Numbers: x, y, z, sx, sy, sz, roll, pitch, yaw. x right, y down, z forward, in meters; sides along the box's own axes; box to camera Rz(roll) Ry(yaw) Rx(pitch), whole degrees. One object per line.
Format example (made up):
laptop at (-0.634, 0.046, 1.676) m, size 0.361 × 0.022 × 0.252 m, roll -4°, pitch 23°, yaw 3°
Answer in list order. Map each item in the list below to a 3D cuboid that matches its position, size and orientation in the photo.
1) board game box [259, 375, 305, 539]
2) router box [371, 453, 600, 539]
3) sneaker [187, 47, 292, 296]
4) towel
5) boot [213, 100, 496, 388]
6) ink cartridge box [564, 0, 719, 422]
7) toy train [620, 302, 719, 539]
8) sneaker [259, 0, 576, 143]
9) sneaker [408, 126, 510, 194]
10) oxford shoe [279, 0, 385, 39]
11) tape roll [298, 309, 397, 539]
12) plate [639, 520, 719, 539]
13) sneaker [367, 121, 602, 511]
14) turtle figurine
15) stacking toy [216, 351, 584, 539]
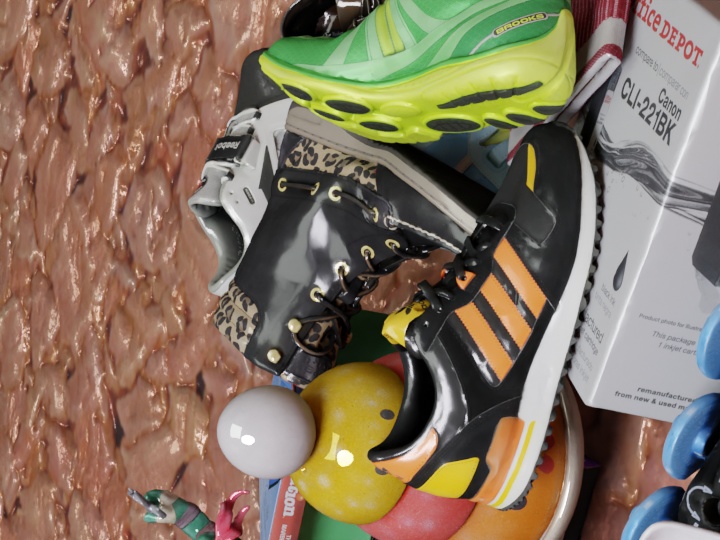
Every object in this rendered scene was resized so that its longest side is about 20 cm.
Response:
board game box at (-0.045, 0.104, 1.098) m, size 0.200 × 0.019 × 0.103 m, roll -103°, pitch 23°, yaw -74°
router box at (0.059, 0.179, 1.091) m, size 0.149 × 0.051 × 0.201 m, roll 34°, pitch 116°, yaw 50°
sneaker at (-0.083, -0.072, 1.294) m, size 0.074 × 0.088 × 0.201 m, roll -24°, pitch 66°, yaw 55°
towel at (0.122, -0.170, 0.967) m, size 0.144 × 0.023 × 0.201 m, roll 127°, pitch 155°, yaw -64°
boot at (0.000, 0.000, 1.014) m, size 0.200 × 0.073 × 0.151 m, roll 33°, pitch 101°, yaw 40°
ink cartridge box at (0.163, -0.043, 0.890) m, size 0.144 × 0.084 × 0.200 m, roll -112°, pitch 37°, yaw -65°
toy train at (0.200, 0.088, 0.831) m, size 0.087 × 0.114 × 0.200 m, roll 35°, pitch 117°, yaw 40°
sneaker at (0.034, -0.117, 0.939) m, size 0.200 × 0.074 × 0.084 m, roll 1°, pitch 68°, yaw 39°
sneaker at (0.091, -0.095, 1.056) m, size 0.130 × 0.079 × 0.200 m, roll 30°, pitch 102°, yaw 35°
oxford shoe at (0.030, -0.144, 0.996) m, size 0.200 × 0.084 × 0.073 m, roll -13°, pitch 76°, yaw 45°
tape roll at (-0.020, 0.123, 1.141) m, size 0.200 × 0.048 × 0.201 m, roll -170°, pitch 90°, yaw -83°
plate at (0.189, 0.216, 0.798) m, size 0.032 × 0.199 × 0.200 m, roll -89°, pitch 15°, yaw -69°
sneaker at (0.059, 0.017, 0.888) m, size 0.070 × 0.090 × 0.201 m, roll -168°, pitch 90°, yaw -75°
turtle figurine at (-0.101, 0.230, 1.224) m, size 0.100 × 0.200 × 0.150 m, roll -7°, pitch 60°, yaw 12°
stacking toy at (0.009, 0.097, 0.954) m, size 0.146 × 0.200 × 0.147 m, roll -11°, pitch 76°, yaw 51°
